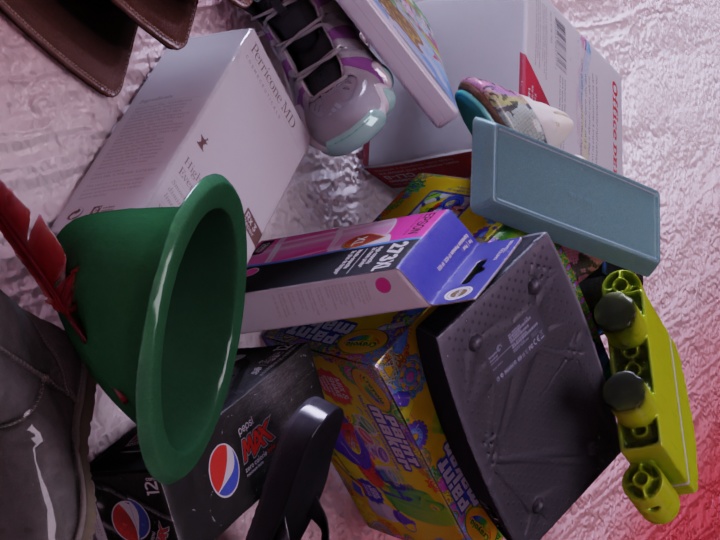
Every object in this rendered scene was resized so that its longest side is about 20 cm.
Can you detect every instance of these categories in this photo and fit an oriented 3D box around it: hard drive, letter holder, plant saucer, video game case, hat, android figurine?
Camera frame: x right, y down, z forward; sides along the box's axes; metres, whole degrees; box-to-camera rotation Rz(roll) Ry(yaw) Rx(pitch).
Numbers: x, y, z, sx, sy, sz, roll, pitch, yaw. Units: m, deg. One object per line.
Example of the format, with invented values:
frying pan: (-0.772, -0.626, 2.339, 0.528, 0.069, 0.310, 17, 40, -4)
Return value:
hard drive: (0.110, 0.085, 1.283, 0.135, 0.042, 0.200, -42, 126, -29)
letter holder: (-0.154, -0.211, 1.104, 0.200, 0.100, 0.142, 45, 49, -48)
plant saucer: (0.151, -0.052, 1.314, 0.200, 0.019, 0.070, 17, 68, -41)
video game case: (-0.003, -0.213, 1.323, 0.200, 0.022, 0.182, 50, 14, -24)
hat: (-0.170, 0.008, 1.044, 0.166, 0.176, 0.201, -25, 124, -76)
android figurine: (0.212, 0.095, 1.362, 0.200, 0.041, 0.182, 49, 34, -60)

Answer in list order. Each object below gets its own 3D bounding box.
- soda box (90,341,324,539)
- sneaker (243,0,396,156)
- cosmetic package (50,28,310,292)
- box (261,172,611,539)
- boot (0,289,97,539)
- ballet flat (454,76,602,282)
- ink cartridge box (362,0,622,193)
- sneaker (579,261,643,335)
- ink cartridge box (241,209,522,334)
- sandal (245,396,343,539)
soda box: (-0.095, 0.114, 1.178, 0.200, 0.063, 0.071, -38, 117, -57)
sneaker: (-0.050, -0.174, 1.277, 0.140, 0.078, 0.200, 45, 16, -37)
cosmetic package: (-0.109, -0.056, 1.179, 0.102, 0.074, 0.200, 61, 37, -34)
box: (0.066, 0.069, 1.351, 0.193, 0.122, 0.200, -46, 127, -28)
boot: (-0.217, 0.064, 0.966, 0.200, 0.072, 0.182, 51, 29, -54)
ballet flat: (0.132, -0.074, 1.357, 0.071, 0.069, 0.200, -33, 122, -10)
ink cartridge box: (0.114, -0.122, 1.509, 0.200, 0.144, 0.146, 32, 55, -53)
sneaker: (0.144, 0.013, 1.477, 0.073, 0.200, 0.112, 2, 69, -40)
ink cartridge box: (0.000, 0.000, 1.230, 0.095, 0.200, 0.037, -48, 125, -54)
sandal: (-0.045, 0.175, 1.189, 0.076, 0.043, 0.200, -42, 153, -52)
